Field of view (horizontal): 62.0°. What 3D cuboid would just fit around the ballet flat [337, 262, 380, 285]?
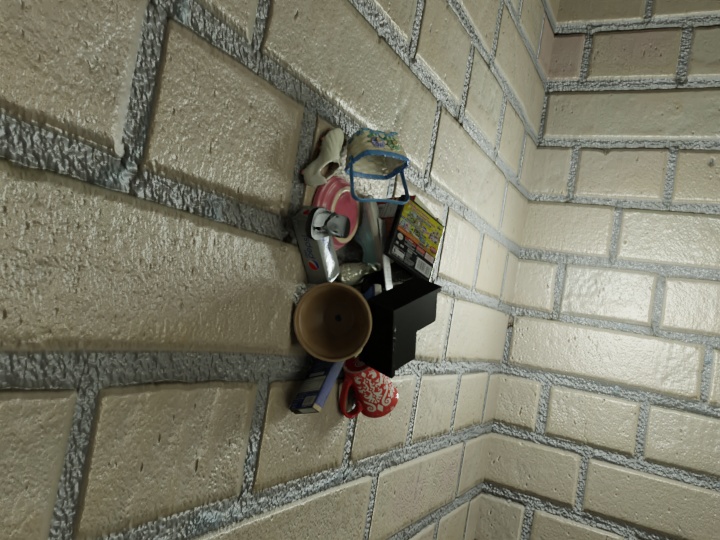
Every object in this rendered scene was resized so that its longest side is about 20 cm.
[{"bbox_3d":[0.000,0.000,1.730,0.200,0.071,0.072,-5,102,-64],"label":"ballet flat"}]

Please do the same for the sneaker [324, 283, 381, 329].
[{"bbox_3d":[-0.037,0.112,1.609,0.081,0.146,0.201,-97,-156,-62],"label":"sneaker"}]

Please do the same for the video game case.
[{"bbox_3d":[0.155,-0.088,1.699,0.200,0.025,0.182,33,68,-41],"label":"video game case"}]

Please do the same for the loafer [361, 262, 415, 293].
[{"bbox_3d":[0.080,0.024,1.733,0.199,0.071,0.073,-16,77,-27],"label":"loafer"}]

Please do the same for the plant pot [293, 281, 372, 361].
[{"bbox_3d":[-0.064,0.128,1.538,0.093,0.200,0.202,-8,105,-80],"label":"plant pot"}]

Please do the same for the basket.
[{"bbox_3d":[0.042,-0.276,1.614,0.175,0.139,0.201,0,77,-32],"label":"basket"}]

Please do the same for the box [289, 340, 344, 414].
[{"bbox_3d":[-0.104,0.280,1.566,0.032,0.121,0.201,39,57,-21],"label":"box"}]

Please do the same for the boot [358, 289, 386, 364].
[{"bbox_3d":[0.049,0.164,1.663,0.199,0.073,0.163,109,1,-59],"label":"boot"}]

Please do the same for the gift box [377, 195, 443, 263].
[{"bbox_3d":[0.124,-0.112,1.822,0.187,0.199,0.185,40,66,-40],"label":"gift box"}]

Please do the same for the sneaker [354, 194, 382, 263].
[{"bbox_3d":[0.017,-0.110,1.677,0.074,0.081,0.201,-55,137,-70],"label":"sneaker"}]

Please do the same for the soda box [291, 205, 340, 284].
[{"bbox_3d":[-0.110,-0.061,1.520,0.068,0.063,0.201,-52,139,-44],"label":"soda box"}]

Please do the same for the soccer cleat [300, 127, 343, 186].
[{"bbox_3d":[-0.077,-0.283,1.510,0.201,0.077,0.069,-63,146,-32],"label":"soccer cleat"}]

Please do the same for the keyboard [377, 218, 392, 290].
[{"bbox_3d":[0.069,-0.043,1.660,0.056,0.011,0.201,3,80,-75],"label":"keyboard"}]

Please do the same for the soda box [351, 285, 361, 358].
[{"bbox_3d":[-0.034,0.144,1.713,0.068,0.064,0.201,-36,128,-52],"label":"soda box"}]

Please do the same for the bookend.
[{"bbox_3d":[0.116,0.146,1.593,0.199,0.092,0.200,-23,123,-41],"label":"bookend"}]

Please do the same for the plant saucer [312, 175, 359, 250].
[{"bbox_3d":[-0.059,-0.151,1.607,0.200,0.051,0.202,-23,117,-57],"label":"plant saucer"}]

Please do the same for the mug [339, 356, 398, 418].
[{"bbox_3d":[0.018,0.345,1.795,0.178,0.133,0.201,-59,141,-38],"label":"mug"}]

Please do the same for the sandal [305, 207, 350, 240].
[{"bbox_3d":[-0.071,-0.114,1.468,0.200,0.043,0.077,-9,104,-62],"label":"sandal"}]

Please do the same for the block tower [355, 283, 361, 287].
[{"bbox_3d":[0.016,0.133,1.812,0.058,0.054,0.201,-36,128,-54],"label":"block tower"}]
